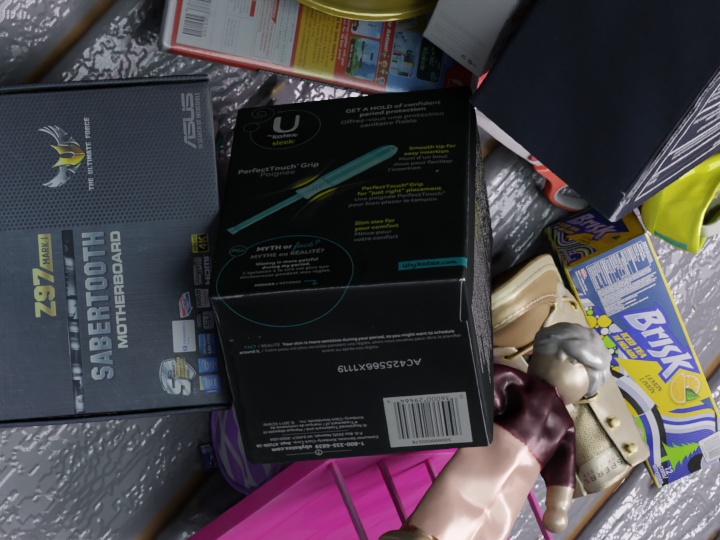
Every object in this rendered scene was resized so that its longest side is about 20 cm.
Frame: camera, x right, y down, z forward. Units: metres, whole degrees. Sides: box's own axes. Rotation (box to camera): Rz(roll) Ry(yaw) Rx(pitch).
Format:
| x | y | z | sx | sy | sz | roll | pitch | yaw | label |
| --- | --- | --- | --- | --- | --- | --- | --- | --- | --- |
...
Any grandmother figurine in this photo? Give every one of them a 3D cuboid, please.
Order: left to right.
| x | y | z | sx | sy | sz | roll | pitch | yaw | label |
| --- | --- | --- | --- | --- | --- | --- | --- | --- | --- |
| 0.088 | 0.106 | 1.527 | 0.200 | 0.061 | 0.121 | -51 | 121 | -28 | grandmother figurine |

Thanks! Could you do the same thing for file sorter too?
| x | y | z | sx | sy | sz | roll | pitch | yaw | label |
| --- | --- | --- | --- | --- | --- | --- | --- | --- | --- |
| 0.019 | 0.193 | 1.604 | 0.200 | 0.139 | 0.125 | 3 | 58 | -50 | file sorter |

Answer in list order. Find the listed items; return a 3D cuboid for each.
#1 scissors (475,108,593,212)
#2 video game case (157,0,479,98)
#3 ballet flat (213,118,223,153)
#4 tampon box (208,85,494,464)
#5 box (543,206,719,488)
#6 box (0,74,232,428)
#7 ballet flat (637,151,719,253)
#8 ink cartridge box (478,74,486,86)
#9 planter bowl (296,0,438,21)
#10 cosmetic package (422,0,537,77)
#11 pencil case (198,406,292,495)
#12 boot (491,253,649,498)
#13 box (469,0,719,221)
| x | y | z | sx | sy | sz | roll | pitch | yaw | label |
| --- | --- | --- | --- | --- | --- | --- | --- | --- | --- |
| 0.120 | -0.072 | 1.695 | 0.200 | 0.014 | 0.073 | 8 | 143 | -44 | scissors |
| -0.016 | -0.184 | 1.544 | 0.200 | 0.017 | 0.143 | 11 | 82 | -13 | video game case |
| -0.161 | -0.025 | 1.527 | 0.067 | 0.068 | 0.200 | 37 | 80 | -18 | ballet flat |
| 0.000 | 0.000 | 1.495 | 0.150 | 0.200 | 0.126 | -5 | 126 | 7 | tampon box |
| 0.198 | 0.051 | 1.774 | 0.064 | 0.070 | 0.200 | -24 | 118 | 1 | box |
| -0.160 | -0.012 | 1.476 | 0.158 | 0.051 | 0.200 | -3 | 92 | -5 | box |
| 0.280 | -0.081 | 1.730 | 0.200 | 0.067 | 0.067 | -38 | 148 | -13 | ballet flat |
| 0.072 | -0.199 | 1.632 | 0.200 | 0.067 | 0.116 | -49 | 122 | -13 | ink cartridge box |
| 0.009 | -0.257 | 1.505 | 0.200 | 0.083 | 0.201 | 5 | 71 | -15 | planter bowl |
| 0.124 | -0.202 | 1.538 | 0.200 | 0.051 | 0.083 | -40 | 161 | -39 | cosmetic package |
| -0.001 | 0.099 | 1.652 | 0.200 | 0.084 | 0.086 | -11 | 74 | -30 | pencil case |
| 0.128 | 0.073 | 1.650 | 0.073 | 0.200 | 0.156 | -27 | 83 | 8 | boot |
| 0.193 | -0.158 | 1.496 | 0.198 | 0.123 | 0.200 | -56 | 167 | 28 | box |
